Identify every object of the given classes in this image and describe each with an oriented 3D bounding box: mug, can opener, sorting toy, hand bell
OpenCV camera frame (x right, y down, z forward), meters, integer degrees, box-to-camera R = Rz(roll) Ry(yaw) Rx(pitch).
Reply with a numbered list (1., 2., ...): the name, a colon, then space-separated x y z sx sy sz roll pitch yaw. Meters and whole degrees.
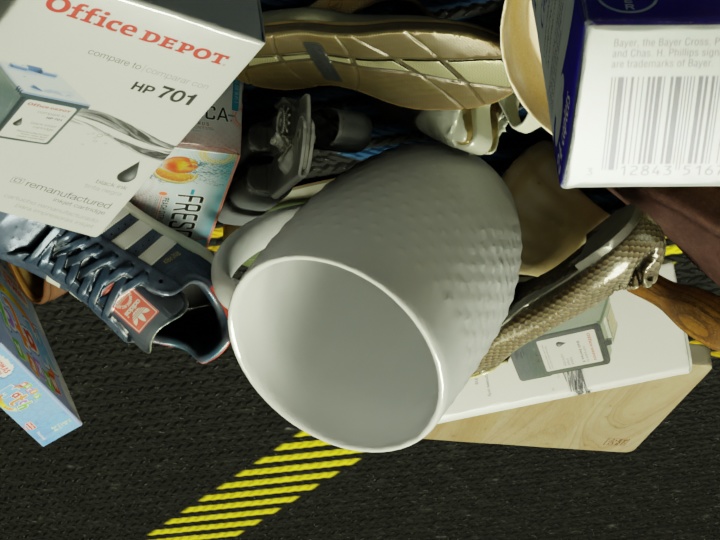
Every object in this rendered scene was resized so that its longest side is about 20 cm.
1. mug: 0.000 0.000 1.401 0.200 0.175 0.148 7 127 28
2. can opener: -0.044 -0.067 1.431 0.067 0.054 0.200 5 170 -14
3. sorting toy: 0.151 0.074 1.778 0.198 0.070 0.200 5 156 -11
4. hand bell: 0.182 0.004 1.462 0.200 0.104 0.104 30 167 24

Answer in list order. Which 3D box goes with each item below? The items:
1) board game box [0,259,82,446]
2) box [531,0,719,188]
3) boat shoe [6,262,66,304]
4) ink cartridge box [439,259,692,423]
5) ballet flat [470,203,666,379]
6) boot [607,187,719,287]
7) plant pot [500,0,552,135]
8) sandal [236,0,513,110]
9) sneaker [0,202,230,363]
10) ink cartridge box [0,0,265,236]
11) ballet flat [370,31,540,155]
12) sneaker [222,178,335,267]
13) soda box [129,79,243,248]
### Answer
1. board game box: -0.253 0.001 1.451 0.037 0.200 0.151 -27 153 1
2. box: 0.185 -0.141 1.116 0.183 0.200 0.105 0 131 -3
3. boat shoe: -0.219 -0.055 1.422 0.072 0.068 0.200 22 150 34
4. ink cartridge box: 0.116 0.046 1.589 0.199 0.084 0.145 -11 -175 -10
5. ballet flat: 0.123 0.025 1.428 0.046 0.067 0.200 42 129 -11
6. boot: 0.213 -0.027 1.408 0.166 0.072 0.200 28 -170 -4
7. plant pot: 0.177 -0.146 1.260 0.199 0.028 0.200 -2 131 -2
8. sandal: -0.001 -0.140 1.326 0.199 0.054 0.080 6 153 21
9. sneaker: -0.156 0.002 1.404 0.200 0.085 0.075 22 122 -39
10. ink cartridge box: -0.168 -0.120 1.269 0.146 0.086 0.200 15 140 -31
11. ballet flat: 0.083 -0.111 1.365 0.200 0.073 0.073 -21 149 38
12. sneaker: -0.010 -0.012 1.554 0.200 0.090 0.067 -13 154 26
13. soda box: -0.122 -0.064 1.462 0.063 0.069 0.200 5 156 -11
